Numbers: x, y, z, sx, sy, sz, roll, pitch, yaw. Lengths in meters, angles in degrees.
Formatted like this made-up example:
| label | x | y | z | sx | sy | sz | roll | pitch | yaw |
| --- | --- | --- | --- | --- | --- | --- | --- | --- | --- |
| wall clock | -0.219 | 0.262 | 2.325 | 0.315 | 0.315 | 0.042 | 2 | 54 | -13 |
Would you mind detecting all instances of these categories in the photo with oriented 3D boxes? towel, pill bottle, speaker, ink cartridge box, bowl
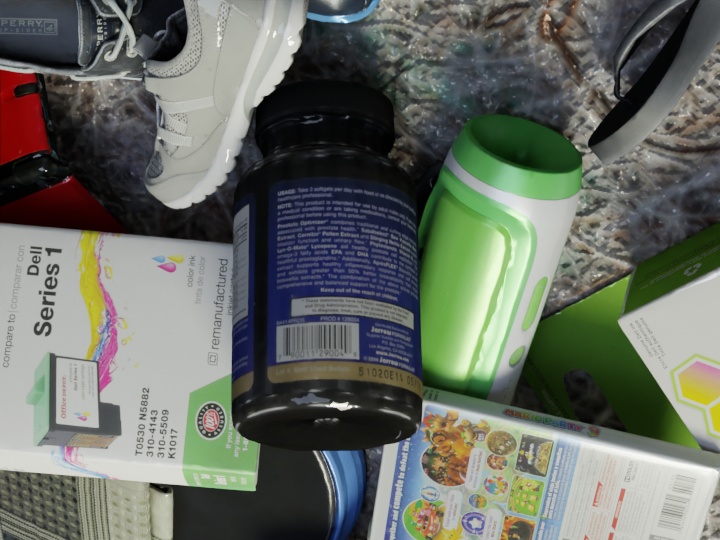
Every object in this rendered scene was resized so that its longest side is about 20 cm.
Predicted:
| label | x | y | z | sx | sy | sz | roll | pitch | yaw |
| --- | --- | --- | --- | --- | --- | --- | --- | --- | --- |
| towel | -0.218 | 0.178 | 1.113 | 0.191 | 0.035 | 0.201 | 21 | 131 | 22 |
| pill bottle | -0.020 | -0.003 | 0.903 | 0.111 | 0.112 | 0.202 | -8 | 70 | 20 |
| speaker | 0.072 | 0.010 | 0.944 | 0.088 | 0.089 | 0.201 | 19 | 119 | 7 |
| ink cartridge box | -0.157 | 0.055 | 0.972 | 0.198 | 0.084 | 0.146 | 5 | 76 | -2 |
| bowl | -0.096 | 0.140 | 1.078 | 0.199 | 0.039 | 0.202 | 8 | 119 | 14 |
| ink cartridge box | 0.199 | 0.072 | 0.939 | 0.199 | 0.076 | 0.148 | -30 | 103 | 26 |

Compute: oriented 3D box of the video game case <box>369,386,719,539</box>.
| label | x | y | z | sx | sy | sz | roll | pitch | yaw |
| --- | --- | --- | --- | --- | --- | --- | --- | --- | --- |
| video game case | 0.108 | 0.149 | 0.952 | 0.198 | 0.018 | 0.144 | 12 | 124 | 7 |

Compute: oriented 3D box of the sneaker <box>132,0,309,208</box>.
| label | x | y | z | sx | sy | sz | roll | pitch | yaw |
| --- | --- | --- | --- | --- | --- | --- | --- | --- | --- |
| sneaker | -0.097 | -0.115 | 0.907 | 0.081 | 0.075 | 0.200 | 20 | 139 | -14 |

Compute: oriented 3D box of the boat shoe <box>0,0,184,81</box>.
| label | x | y | z | sx | sy | sz | roll | pitch | yaw |
| --- | --- | --- | --- | --- | --- | --- | --- | --- | --- |
| boat shoe | -0.154 | -0.149 | 0.932 | 0.198 | 0.068 | 0.072 | 2 | 104 | 2 |

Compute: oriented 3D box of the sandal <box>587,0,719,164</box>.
| label | x | y | z | sx | sy | sz | roll | pitch | yaw |
| --- | --- | --- | --- | --- | --- | --- | --- | --- | --- |
| sandal | 0.183 | -0.149 | 0.847 | 0.043 | 0.076 | 0.201 | 33 | 109 | -2 |

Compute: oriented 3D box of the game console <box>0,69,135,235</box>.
| label | x | y | z | sx | sy | sz | roll | pitch | yaw |
| --- | --- | --- | --- | --- | --- | --- | --- | --- | --- |
| game console | -0.262 | -0.059 | 1.053 | 0.199 | 0.118 | 0.174 | -18 | 77 | 23 |

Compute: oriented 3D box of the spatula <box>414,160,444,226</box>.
| label | x | y | z | sx | sy | sz | roll | pitch | yaw |
| --- | --- | --- | --- | --- | --- | --- | --- | --- | --- |
| spatula | 0.000 | 0.000 | 0.997 | 0.056 | 0.021 | 0.200 | 38 | 118 | -4 |

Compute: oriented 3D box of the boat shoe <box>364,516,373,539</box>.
| label | x | y | z | sx | sy | sz | roll | pitch | yaw |
| --- | --- | --- | --- | --- | --- | --- | --- | --- | --- |
| boat shoe | 0.029 | 0.194 | 1.041 | 0.198 | 0.071 | 0.064 | -10 | 103 | -2 |

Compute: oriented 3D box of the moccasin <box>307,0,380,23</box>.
| label | x | y | z | sx | sy | sz | roll | pitch | yaw |
| --- | --- | --- | --- | --- | --- | --- | --- | --- | --- |
| moccasin | -0.081 | -0.201 | 0.905 | 0.198 | 0.081 | 0.069 | 7 | 127 | -1 |
